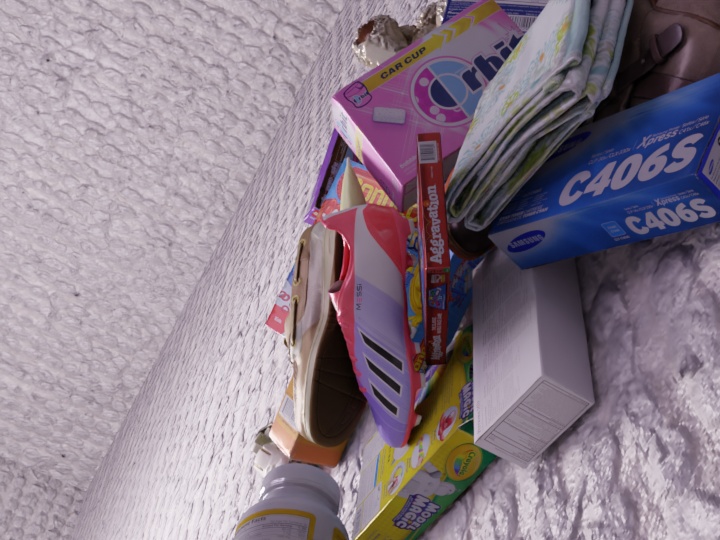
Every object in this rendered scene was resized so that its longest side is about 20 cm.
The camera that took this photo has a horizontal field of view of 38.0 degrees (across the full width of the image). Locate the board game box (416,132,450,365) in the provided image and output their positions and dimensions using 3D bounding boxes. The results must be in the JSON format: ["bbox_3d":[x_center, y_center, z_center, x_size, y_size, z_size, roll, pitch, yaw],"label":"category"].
[{"bbox_3d":[0.054,-0.009,0.793,0.200,0.019,0.104,82,-174,-66],"label":"board game box"}]

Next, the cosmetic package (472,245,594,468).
[{"bbox_3d":[0.127,0.045,0.793,0.083,0.050,0.201,-50,19,34],"label":"cosmetic package"}]

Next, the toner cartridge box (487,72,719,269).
[{"bbox_3d":[0.178,-0.064,0.712,0.200,0.043,0.095,-18,36,57],"label":"toner cartridge box"}]

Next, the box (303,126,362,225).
[{"bbox_3d":[0.021,-0.116,1.282,0.039,0.136,0.201,-46,23,53],"label":"box"}]

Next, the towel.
[{"bbox_3d":[0.133,-0.140,0.787,0.171,0.048,0.201,-49,12,45],"label":"towel"}]

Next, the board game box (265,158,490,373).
[{"bbox_3d":[0.019,0.009,1.048,0.199,0.056,0.197,26,90,45],"label":"board game box"}]

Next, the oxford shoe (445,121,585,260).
[{"bbox_3d":[0.133,-0.090,0.893,0.200,0.071,0.072,-54,12,-31],"label":"oxford shoe"}]

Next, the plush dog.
[{"bbox_3d":[0.115,-0.285,1.308,0.199,0.161,0.172,-17,26,33],"label":"plush dog"}]

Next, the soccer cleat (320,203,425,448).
[{"bbox_3d":[0.009,0.046,0.858,0.067,0.076,0.202,-141,48,-80],"label":"soccer cleat"}]

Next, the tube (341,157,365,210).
[{"bbox_3d":[0.000,0.000,0.980,0.058,0.052,0.202,-31,55,41],"label":"tube"}]

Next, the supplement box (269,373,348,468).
[{"bbox_3d":[-0.028,0.111,1.153,0.069,0.066,0.201,36,104,56],"label":"supplement box"}]

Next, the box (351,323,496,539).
[{"bbox_3d":[0.063,0.140,0.875,0.201,0.048,0.118,-57,15,37],"label":"box"}]

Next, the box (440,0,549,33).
[{"bbox_3d":[0.164,-0.319,1.161,0.033,0.120,0.201,78,-156,-54],"label":"box"}]

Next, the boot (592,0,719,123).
[{"bbox_3d":[0.209,-0.156,0.806,0.147,0.070,0.200,-68,15,-14],"label":"boot"}]

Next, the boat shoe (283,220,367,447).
[{"bbox_3d":[-0.030,0.051,0.898,0.066,0.074,0.202,-8,67,43],"label":"boat shoe"}]

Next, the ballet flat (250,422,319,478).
[{"bbox_3d":[-0.099,0.231,1.260,0.072,0.072,0.200,-64,14,2],"label":"ballet flat"}]

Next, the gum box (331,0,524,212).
[{"bbox_3d":[0.086,-0.163,0.996,0.199,0.114,0.066,-34,-16,-11],"label":"gum box"}]

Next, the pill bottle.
[{"bbox_3d":[-0.069,0.283,0.967,0.112,0.111,0.201,-53,17,37],"label":"pill bottle"}]
